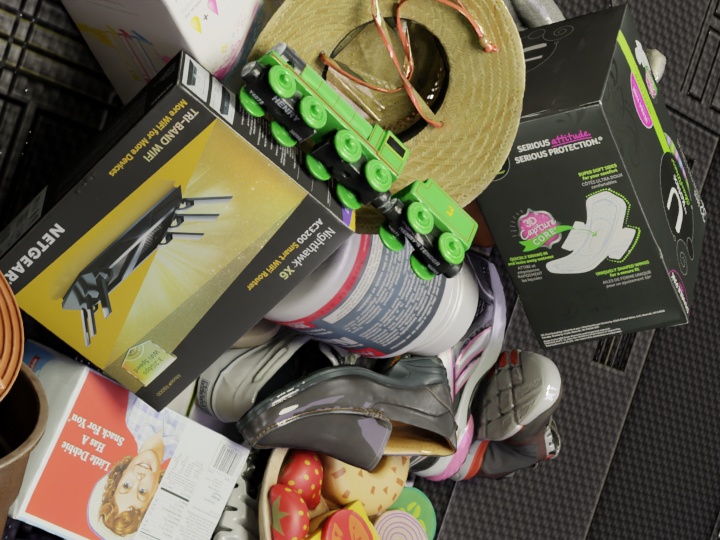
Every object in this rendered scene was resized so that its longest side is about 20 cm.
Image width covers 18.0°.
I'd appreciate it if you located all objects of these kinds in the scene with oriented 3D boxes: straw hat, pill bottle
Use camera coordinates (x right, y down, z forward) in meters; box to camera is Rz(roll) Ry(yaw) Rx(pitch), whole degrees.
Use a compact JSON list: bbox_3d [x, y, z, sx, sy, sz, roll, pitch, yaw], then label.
[{"bbox_3d":[0.016,-0.132,1.527,0.085,0.199,0.203,-97,-174,-65],"label":"straw hat"},{"bbox_3d":[0.000,0.000,1.694,0.199,0.119,0.121,24,86,-52],"label":"pill bottle"}]

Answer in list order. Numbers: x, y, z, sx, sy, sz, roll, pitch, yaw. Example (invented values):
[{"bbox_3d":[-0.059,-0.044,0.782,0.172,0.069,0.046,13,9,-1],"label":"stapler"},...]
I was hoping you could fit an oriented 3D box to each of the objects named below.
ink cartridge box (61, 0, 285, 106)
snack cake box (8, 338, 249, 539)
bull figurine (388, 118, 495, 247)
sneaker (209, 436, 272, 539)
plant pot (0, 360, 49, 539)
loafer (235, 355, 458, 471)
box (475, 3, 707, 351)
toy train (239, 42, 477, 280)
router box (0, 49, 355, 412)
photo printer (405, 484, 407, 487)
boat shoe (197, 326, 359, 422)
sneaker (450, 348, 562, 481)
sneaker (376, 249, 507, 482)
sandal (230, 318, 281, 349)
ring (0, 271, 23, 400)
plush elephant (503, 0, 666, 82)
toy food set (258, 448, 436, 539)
[{"bbox_3d":[-0.105,-0.182,1.532,0.129,0.125,0.201,-53,138,-22],"label":"ink cartridge box"},{"bbox_3d":[-0.179,0.141,1.619,0.200,0.067,0.116,34,79,-51],"label":"snack cake box"},{"bbox_3d":[0.048,-0.098,1.734,0.065,0.121,0.201,-43,116,-26],"label":"bull figurine"},{"bbox_3d":[-0.102,0.191,1.735,0.066,0.090,0.201,45,43,-32],"label":"sneaker"},{"bbox_3d":[-0.301,0.157,1.385,0.199,0.200,0.200,-18,129,-46],"label":"plant pot"},{"bbox_3d":[-0.002,0.113,1.695,0.199,0.073,0.073,-8,67,-38],"label":"loafer"},{"bbox_3d":[0.167,-0.070,1.707,0.201,0.123,0.149,65,27,-29],"label":"box"},{"bbox_3d":[0.000,-0.072,1.474,0.200,0.042,0.057,44,43,-19],"label":"toy train"},{"bbox_3d":[-0.125,-0.022,1.497,0.157,0.052,0.200,38,114,-21],"label":"router box"},{"bbox_3d":[-0.029,0.271,1.848,0.200,0.069,0.167,-44,133,-30],"label":"photo printer"},{"bbox_3d":[-0.036,0.071,1.764,0.199,0.065,0.074,-33,127,-38],"label":"boat shoe"},{"bbox_3d":[0.137,0.124,1.907,0.081,0.200,0.078,12,65,-16],"label":"sneaker"},{"bbox_3d":[0.058,0.076,1.875,0.086,0.080,0.202,8,93,-40],"label":"sneaker"},{"bbox_3d":[-0.115,0.029,1.641,0.199,0.054,0.081,-9,83,-51],"label":"sandal"},{"bbox_3d":[-0.291,0.015,1.345,0.200,0.201,0.019,-17,152,-46],"label":"ring"},{"bbox_3d":[0.150,-0.142,1.832,0.200,0.154,0.166,31,80,-50],"label":"plush elephant"},{"bbox_3d":[-0.004,0.202,1.742,0.200,0.048,0.199,-35,104,-55],"label":"toy food set"}]
